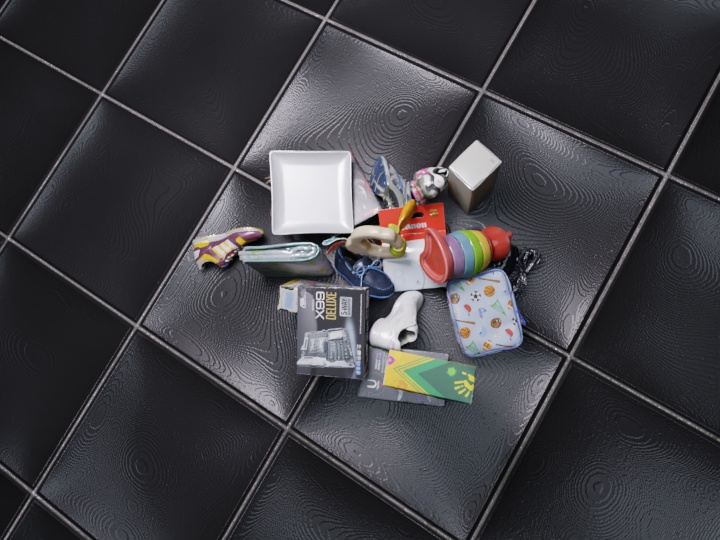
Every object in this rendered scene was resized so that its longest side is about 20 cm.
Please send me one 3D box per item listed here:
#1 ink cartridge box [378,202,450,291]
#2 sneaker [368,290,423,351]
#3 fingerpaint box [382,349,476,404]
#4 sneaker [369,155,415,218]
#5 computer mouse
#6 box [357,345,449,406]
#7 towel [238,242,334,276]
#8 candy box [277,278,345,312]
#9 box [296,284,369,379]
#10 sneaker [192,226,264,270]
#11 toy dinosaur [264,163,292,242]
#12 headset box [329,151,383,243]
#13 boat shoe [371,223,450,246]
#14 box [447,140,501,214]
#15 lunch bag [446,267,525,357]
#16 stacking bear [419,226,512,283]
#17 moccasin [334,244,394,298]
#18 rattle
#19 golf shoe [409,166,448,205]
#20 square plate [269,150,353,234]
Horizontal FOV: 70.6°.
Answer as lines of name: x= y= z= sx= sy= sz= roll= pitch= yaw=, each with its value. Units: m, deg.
ink cartridge box: x=0.130 y=-0.052 z=1.221 sx=0.159 sy=0.047 sz=0.201 roll=-5 pitch=112 yaw=8
sneaker: x=0.106 y=0.123 z=1.188 sx=0.099 sy=0.075 sz=0.200 roll=17 pitch=42 yaw=31
fingerpaint box: x=0.141 y=0.216 z=1.029 sx=0.166 sy=0.200 sz=0.074 roll=10 pitch=80 yaw=11
sneaker: x=0.087 y=-0.208 z=1.296 sx=0.085 sy=0.077 sz=0.201 roll=2 pitch=55 yaw=-32
computer mouse: x=0.321 y=-0.031 z=1.238 sx=0.199 sy=0.053 sz=0.139 roll=31 pitch=87 yaw=2
box: x=0.103 y=0.245 z=1.187 sx=0.198 sy=0.106 sz=0.123 roll=5 pitch=78 yaw=10
towel: x=-0.177 y=-0.024 z=1.247 sx=0.198 sy=0.171 sz=0.049 roll=0 pitch=77 yaw=9
candy box: x=-0.084 y=0.069 z=1.229 sx=0.198 sy=0.136 sz=0.062 roll=8 pitch=98 yaw=10
box: x=-0.061 y=0.133 z=1.134 sx=0.156 sy=0.050 sz=0.202 roll=3 pitch=96 yaw=12
sneaker: x=-0.340 y=-0.056 z=1.334 sx=0.199 sy=0.075 sz=0.091 roll=-12 pitch=86 yaw=13
toy dinosaur: x=-0.198 y=-0.173 z=1.295 sx=0.085 sy=0.136 sz=0.202 roll=4 pitch=81 yaw=9
headset box: x=-0.046 y=-0.193 z=1.306 sx=0.148 sy=0.077 sz=0.201 roll=-28 pitch=78 yaw=3
boat shoe: x=0.125 y=-0.090 z=1.265 sx=0.198 sy=0.070 sz=0.071 roll=-8 pitch=74 yaw=6
box: x=0.264 y=-0.213 z=1.198 sx=0.095 sy=0.200 sz=0.078 roll=-43 pitch=77 yaw=-1
lunch bag: x=0.291 y=0.099 z=1.183 sx=0.159 sy=0.076 sz=0.201 roll=-15 pitch=93 yaw=7
stacking bear: x=0.251 y=-0.046 z=1.153 sx=0.199 sy=0.122 sz=0.114 roll=-15 pitch=48 yaw=-19
moccasin: x=0.000 y=0.000 z=1.226 sx=0.199 sy=0.069 sz=0.080 roll=29 pitch=42 yaw=35
rattle: x=0.016 y=-0.103 z=1.188 sx=0.199 sy=0.130 sz=0.144 roll=2 pitch=82 yaw=35
golf shoe: x=0.173 y=-0.210 z=1.220 sx=0.092 sy=0.200 sz=0.073 roll=-26 pitch=104 yaw=17
square plate: x=-0.118 y=-0.188 z=1.233 sx=0.196 sy=0.028 sz=0.202 roll=-2 pitch=90 yaw=-10
